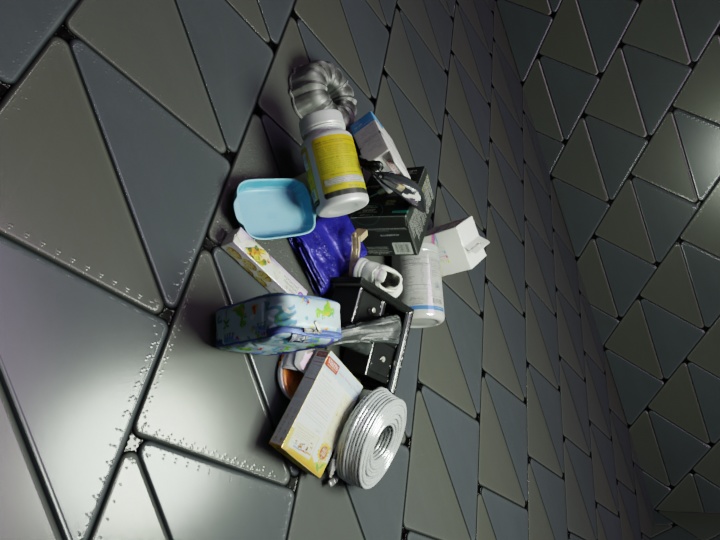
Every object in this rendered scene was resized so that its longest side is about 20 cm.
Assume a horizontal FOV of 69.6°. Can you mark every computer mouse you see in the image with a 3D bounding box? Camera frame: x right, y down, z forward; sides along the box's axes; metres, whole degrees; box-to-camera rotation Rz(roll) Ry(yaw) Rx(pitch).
[{"bbox_3d":[0.085,-0.188,1.109,0.199,0.046,0.140,33,7,-22],"label":"computer mouse"}]

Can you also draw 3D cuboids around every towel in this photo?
[{"bbox_3d":[-0.064,-0.052,1.176,0.200,0.049,0.148,-42,112,-51],"label":"towel"}]

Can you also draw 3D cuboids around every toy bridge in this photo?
[{"bbox_3d":[0.000,0.000,1.197,0.067,0.027,0.201,-47,138,-43],"label":"toy bridge"}]

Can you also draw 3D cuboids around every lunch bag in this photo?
[{"bbox_3d":[-0.139,0.097,0.895,0.160,0.199,0.083,15,66,-50],"label":"lunch bag"}]

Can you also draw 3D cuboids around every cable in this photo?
[{"bbox_3d":[0.025,0.344,1.067,0.200,0.069,0.201,8,99,-60],"label":"cable"}]

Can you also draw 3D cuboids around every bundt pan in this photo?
[{"bbox_3d":[-0.080,-0.424,1.276,0.201,0.075,0.203,23,60,-47],"label":"bundt pan"}]

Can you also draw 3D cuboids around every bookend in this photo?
[{"bbox_3d":[0.007,0.142,1.126,0.200,0.092,0.200,33,65,-42],"label":"bookend"}]

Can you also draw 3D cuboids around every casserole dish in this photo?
[{"bbox_3d":[-0.175,-0.122,1.046,0.199,0.039,0.122,-12,87,-45],"label":"casserole dish"}]

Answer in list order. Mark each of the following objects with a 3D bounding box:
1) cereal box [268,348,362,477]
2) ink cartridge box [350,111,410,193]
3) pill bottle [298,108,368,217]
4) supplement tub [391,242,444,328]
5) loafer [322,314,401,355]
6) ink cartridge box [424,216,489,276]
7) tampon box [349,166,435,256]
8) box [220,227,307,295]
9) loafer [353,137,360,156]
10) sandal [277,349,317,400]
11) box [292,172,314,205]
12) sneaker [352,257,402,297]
[{"bbox_3d":[-0.078,0.272,0.993,0.144,0.039,0.201,56,50,-39],"label":"cereal box"},{"bbox_3d":[0.051,-0.269,1.230,0.116,0.066,0.201,42,23,-47],"label":"ink cartridge box"},{"bbox_3d":[-0.060,-0.222,1.079,0.114,0.114,0.201,-6,80,-53],"label":"pill bottle"},{"bbox_3d":[0.148,0.041,1.352,0.132,0.131,0.201,21,60,-47],"label":"supplement tub"},{"bbox_3d":[0.002,0.134,1.026,0.200,0.068,0.071,-7,90,-36],"label":"loafer"},{"bbox_3d":[0.251,-0.064,1.467,0.128,0.199,0.126,-33,104,-53],"label":"ink cartridge box"},{"bbox_3d":[0.086,-0.150,1.305,0.201,0.149,0.127,-66,146,-40],"label":"tampon box"},{"bbox_3d":[-0.184,-0.001,1.008,0.200,0.041,0.039,48,44,-32],"label":"box"},{"bbox_3d":[-0.038,-0.299,1.292,0.200,0.063,0.072,-44,112,-50],"label":"loafer"},{"bbox_3d":[-0.106,0.157,1.034,0.079,0.059,0.208,41,47,-36],"label":"sandal"},{"bbox_3d":[-0.073,-0.189,1.200,0.200,0.068,0.083,-25,96,-53],"label":"box"},{"bbox_3d":[0.059,0.034,1.184,0.200,0.099,0.075,29,80,-58],"label":"sneaker"}]
